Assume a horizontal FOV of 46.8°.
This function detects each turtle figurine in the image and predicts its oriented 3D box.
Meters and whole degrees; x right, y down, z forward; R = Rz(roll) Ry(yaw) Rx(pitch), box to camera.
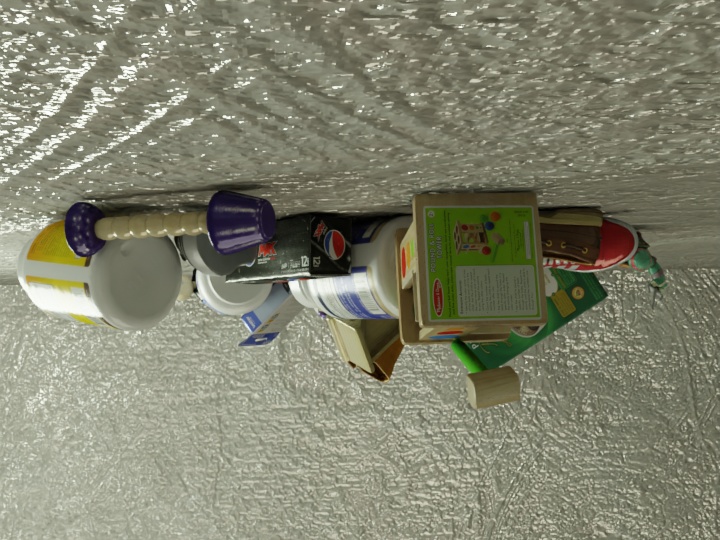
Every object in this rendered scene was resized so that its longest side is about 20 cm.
[{"bbox_3d":[0.409,-0.013,1.292,0.146,0.103,0.200,13,-168,-5],"label":"turtle figurine"}]

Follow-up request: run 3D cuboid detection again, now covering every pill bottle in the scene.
[{"bbox_3d":[-0.185,0.008,1.220,0.109,0.115,0.200,-1,178,-13],"label":"pill bottle"},{"bbox_3d":[-0.289,0.001,0.897,0.197,0.112,0.108,5,-178,41],"label":"pill bottle"},{"bbox_3d":[0.000,0.000,1.050,0.118,0.123,0.198,1,178,-41],"label":"pill bottle"}]

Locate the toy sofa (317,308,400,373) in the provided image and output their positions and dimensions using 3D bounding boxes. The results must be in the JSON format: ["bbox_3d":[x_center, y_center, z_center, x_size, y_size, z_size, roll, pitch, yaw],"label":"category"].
[{"bbox_3d":[0.039,0.040,1.173,0.199,0.084,0.097,-41,-140,-26],"label":"toy sofa"}]

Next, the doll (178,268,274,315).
[{"bbox_3d":[-0.216,0.011,1.359,0.196,0.138,0.049,-14,147,-25],"label":"doll"}]

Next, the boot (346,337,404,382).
[{"bbox_3d":[-0.006,0.057,1.219,0.201,0.146,0.070,42,138,-20],"label":"boot"}]

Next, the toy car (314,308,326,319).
[{"bbox_3d":[0.021,0.053,1.498,0.172,0.153,0.200,-1,-150,32],"label":"toy car"}]

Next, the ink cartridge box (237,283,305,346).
[{"bbox_3d":[-0.118,0.045,1.363,0.200,0.042,0.119,-46,166,12],"label":"ink cartridge box"}]

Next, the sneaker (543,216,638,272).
[{"bbox_3d":[0.237,-0.032,1.036,0.196,0.073,0.112,0,-178,30],"label":"sneaker"}]

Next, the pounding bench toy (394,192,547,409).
[{"bbox_3d":[0.107,0.041,0.853,0.121,0.205,0.156,-1,168,-6],"label":"pounding bench toy"}]

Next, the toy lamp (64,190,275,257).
[{"bbox_3d":[-0.170,-0.040,0.752,0.195,0.060,0.058,-1,178,21],"label":"toy lamp"}]

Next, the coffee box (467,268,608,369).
[{"bbox_3d":[0.222,0.039,1.140,0.198,0.124,0.044,-35,172,11],"label":"coffee box"}]

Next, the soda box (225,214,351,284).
[{"bbox_3d":[-0.093,-0.023,1.022,0.062,0.073,0.198,3,175,-38],"label":"soda box"}]

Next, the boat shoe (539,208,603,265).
[{"bbox_3d":[0.188,-0.035,0.973,0.195,0.069,0.072,-1,178,-3],"label":"boat shoe"}]

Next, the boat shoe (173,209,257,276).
[{"bbox_3d":[-0.171,-0.032,0.920,0.065,0.072,0.200,-3,-175,9],"label":"boat shoe"}]
